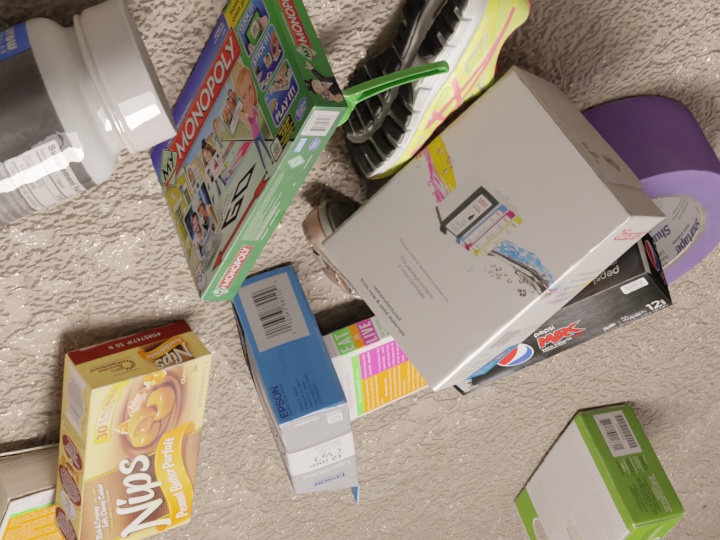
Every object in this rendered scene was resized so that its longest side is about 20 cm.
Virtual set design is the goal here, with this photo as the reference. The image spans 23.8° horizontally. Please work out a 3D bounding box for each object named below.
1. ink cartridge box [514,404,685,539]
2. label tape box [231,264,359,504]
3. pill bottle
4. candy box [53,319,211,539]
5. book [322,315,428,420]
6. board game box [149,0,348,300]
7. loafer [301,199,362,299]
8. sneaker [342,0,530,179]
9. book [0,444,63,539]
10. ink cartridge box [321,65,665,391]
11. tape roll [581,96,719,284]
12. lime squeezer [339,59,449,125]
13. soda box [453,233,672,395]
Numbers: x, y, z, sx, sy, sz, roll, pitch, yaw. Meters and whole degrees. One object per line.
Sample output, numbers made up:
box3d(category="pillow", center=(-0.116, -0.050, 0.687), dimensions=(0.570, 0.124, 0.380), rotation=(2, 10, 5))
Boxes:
box3d(category="ink cartridge box", center=(0.266, 0.270, 1.950), dimensions=(0.075, 0.149, 0.201), rotation=(-7, 147, -27))
box3d(category="label tape box", center=(-0.056, 0.112, 1.490), dimensions=(0.065, 0.144, 0.201), rotation=(-18, 149, -9))
box3d(category="pill bottle", center=(-0.225, -0.092, 1.093), dimensions=(0.198, 0.115, 0.114), rotation=(-24, 149, -1))
box3d(category="candy box", center=(-0.198, 0.148, 1.474), dimensions=(0.114, 0.055, 0.202), rotation=(-15, 134, -31))
box3d(category="book", center=(0.057, 0.065, 1.580), dimensions=(0.198, 0.048, 0.134), rotation=(-20, 156, -10))
box3d(category="board game box", center=(-0.081, -0.093, 1.169), dimensions=(0.029, 0.135, 0.201), rotation=(-1, 142, -33))
box3d(category="loafer", center=(0.000, 0.000, 1.436), dimensions=(0.062, 0.073, 0.200), rotation=(-26, 154, 21))
box3d(category="sneaker", center=(0.058, -0.138, 1.252), dimensions=(0.090, 0.079, 0.200), rotation=(0, 141, -38))
box3d(category="book", center=(-0.289, 0.231, 1.599), dimensions=(0.132, 0.048, 0.201), rotation=(-11, 148, -30))
box3d(category="ink cartridge box", center=(0.104, -0.032, 1.301), dimensions=(0.200, 0.145, 0.147), rotation=(-41, 168, 15))
box3d(category="tape roll", center=(0.220, -0.053, 1.486), dimensions=(0.198, 0.086, 0.201), rotation=(-18, 149, -11))
box3d(category="lime squeezer", center=(-0.029, -0.097, 1.206), dimensions=(0.200, 0.071, 0.038), rotation=(-43, 130, 7))
box3d(category="soda box", center=(0.150, 0.026, 1.409), dimensions=(0.198, 0.071, 0.063), rotation=(-25, 144, 19))
